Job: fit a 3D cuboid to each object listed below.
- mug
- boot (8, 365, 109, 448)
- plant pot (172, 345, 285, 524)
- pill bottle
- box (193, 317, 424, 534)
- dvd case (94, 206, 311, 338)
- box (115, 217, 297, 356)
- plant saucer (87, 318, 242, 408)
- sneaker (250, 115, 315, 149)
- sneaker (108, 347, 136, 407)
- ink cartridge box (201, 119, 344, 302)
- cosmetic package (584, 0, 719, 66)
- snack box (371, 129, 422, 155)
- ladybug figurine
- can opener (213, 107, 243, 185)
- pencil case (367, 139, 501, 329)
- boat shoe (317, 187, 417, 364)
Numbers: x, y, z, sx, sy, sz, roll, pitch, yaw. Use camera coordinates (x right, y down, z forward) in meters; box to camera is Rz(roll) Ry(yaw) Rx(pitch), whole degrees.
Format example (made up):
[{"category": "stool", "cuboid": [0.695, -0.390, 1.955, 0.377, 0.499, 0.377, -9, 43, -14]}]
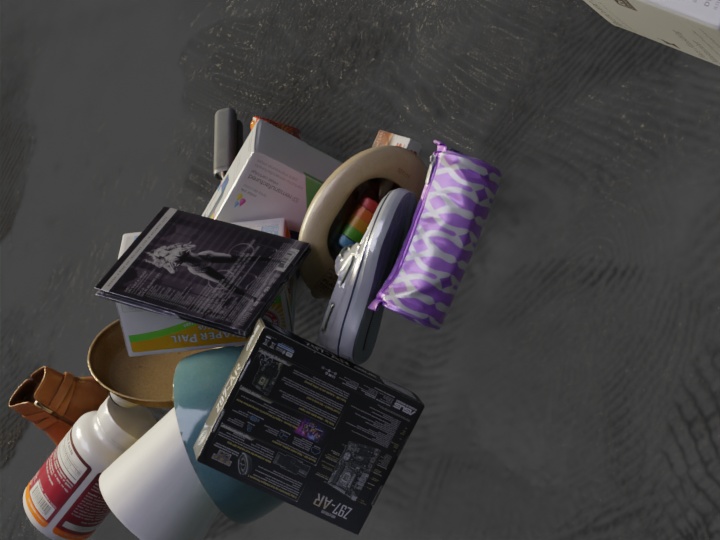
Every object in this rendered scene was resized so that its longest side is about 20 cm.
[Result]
[{"category": "mug", "cuboid": [-0.224, 0.232, 1.815, 0.154, 0.149, 0.187, -50, 48, 9]}, {"category": "boot", "cuboid": [-0.427, 0.216, 2.080, 0.200, 0.154, 0.074, -50, 38, 21]}, {"category": "plant pot", "cuboid": [-0.104, 0.167, 1.671, 0.133, 0.200, 0.202, -23, 49, 14]}, {"category": "pill bottle", "cuboid": [-0.360, 0.265, 1.999, 0.200, 0.112, 0.114, -49, 38, 22]}, {"category": "box", "cuboid": [-0.054, 0.166, 1.571, 0.162, 0.198, 0.044, -63, 15, 5]}, {"category": "dvd case", "cuboid": [-0.174, -0.001, 1.643, 0.198, 0.016, 0.149, 14, 47, 24]}, {"category": "box", "cuboid": [-0.177, 0.019, 1.720, 0.113, 0.197, 0.102, -92, -5, -56]}, {"category": "plant saucer", "cuboid": [-0.250, 0.119, 1.907, 0.201, 0.198, 0.036, -124, 29, -51]}, {"category": "sneaker", "cuboid": [-0.104, -0.147, 1.937, 0.078, 0.072, 0.200, -66, 31, 18]}, {"category": "sneaker", "cuboid": [-0.304, 0.121, 2.027, 0.111, 0.073, 0.201, -31, 26, 45]}, {"category": "ink cartridge box", "cuboid": [-0.110, -0.056, 1.792, 0.201, 0.144, 0.088, -55, 18, 28]}, {"category": "cosmetic package", "cuboid": [0.309, -0.294, 1.340, 0.199, 0.164, 0.167, 29, 94, 36]}, {"category": "snack box", "cuboid": [0.009, -0.068, 1.777, 0.072, 0.024, 0.202, 23, 89, 55]}, {"category": "ladybug figurine", "cuboid": [-0.001, -0.056, 1.694, 0.201, 0.135, 0.072, -53, 24, 7]}, {"category": "can opener", "cuboid": [-0.166, -0.139, 2.046, 0.066, 0.054, 0.202, -11, 55, 12]}, {"category": "pencil case", "cuboid": [0.084, -0.037, 1.606, 0.084, 0.085, 0.202, 13, 82, 62]}, {"category": "boat shoe", "cuboid": [0.000, 0.000, 1.635, 0.066, 0.073, 0.202, 20, 91, 28]}]
